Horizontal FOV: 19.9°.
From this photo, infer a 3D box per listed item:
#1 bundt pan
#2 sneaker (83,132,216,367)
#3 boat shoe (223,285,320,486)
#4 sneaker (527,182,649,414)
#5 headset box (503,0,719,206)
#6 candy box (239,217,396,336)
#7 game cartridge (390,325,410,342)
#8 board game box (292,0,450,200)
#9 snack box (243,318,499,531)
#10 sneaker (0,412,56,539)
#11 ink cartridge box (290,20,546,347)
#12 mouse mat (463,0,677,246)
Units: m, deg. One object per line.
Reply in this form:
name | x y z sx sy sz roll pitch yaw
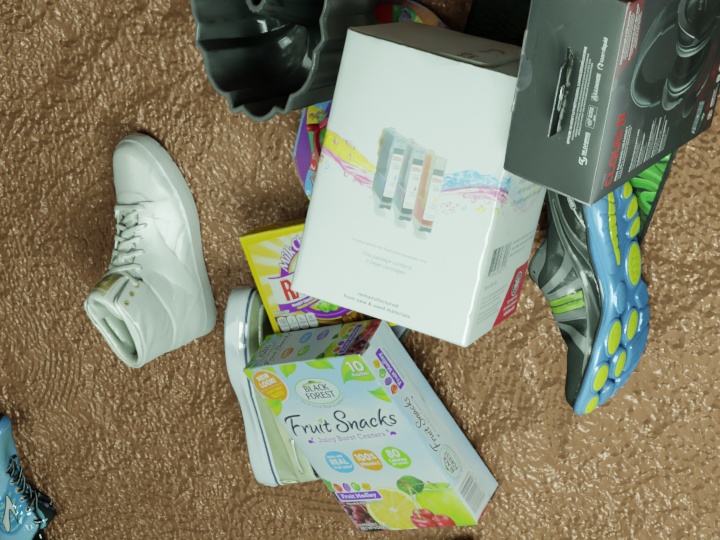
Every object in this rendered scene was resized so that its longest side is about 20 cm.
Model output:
bundt pan | -0.053 -0.220 1.608 0.201 0.075 0.204 11 104 53
sneaker | -0.203 -0.014 1.848 0.073 0.115 0.202 -3 110 42
boat shoe | -0.076 0.103 1.851 0.061 0.072 0.202 -3 118 16
sneaker | 0.173 0.013 1.582 0.082 0.070 0.202 13 116 41
headset box | 0.178 -0.146 1.397 0.077 0.200 0.150 24 123 27
candy box | -0.011 0.001 1.715 0.199 0.026 0.103 -11 102 42
game cartridge | 0.000 0.000 1.746 0.130 0.038 0.200 42 133 8
board game box | 0.003 -0.119 1.629 0.157 0.039 0.202 27 110 35
snack box | 0.009 0.137 1.759 0.141 0.053 0.201 -10 124 41
sneaker | -0.360 0.236 2.160 0.089 0.079 0.202 3 120 17
ink cartridge box | 0.056 -0.070 1.504 0.143 0.145 0.202 18 104 17
mouse mat | 0.153 -0.122 1.570 0.199 0.008 0.162 32 130 21
